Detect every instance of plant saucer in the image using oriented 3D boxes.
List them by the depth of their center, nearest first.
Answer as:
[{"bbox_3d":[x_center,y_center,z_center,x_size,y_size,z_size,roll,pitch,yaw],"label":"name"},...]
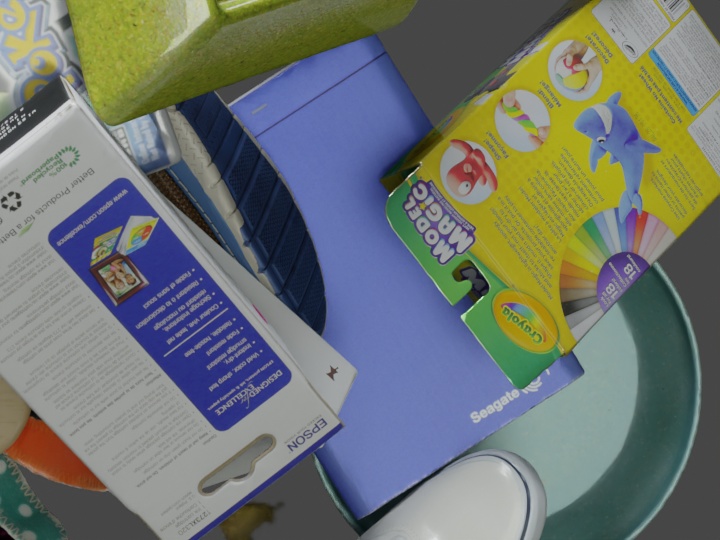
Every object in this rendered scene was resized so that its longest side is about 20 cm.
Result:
[{"bbox_3d":[-0.044,-0.179,0.916,0.199,0.048,0.201,-25,108,-46],"label":"plant saucer"},{"bbox_3d":[0.069,0.059,1.134,0.199,0.036,0.201,-1,98,-5],"label":"plant saucer"}]

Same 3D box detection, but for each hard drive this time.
[{"bbox_3d":[0.000,0.000,1.088,0.132,0.025,0.201,-32,98,0],"label":"hard drive"}]

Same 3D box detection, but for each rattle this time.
[{"bbox_3d":[-0.219,0.055,1.029,0.199,0.142,0.131,16,76,-39],"label":"rattle"}]

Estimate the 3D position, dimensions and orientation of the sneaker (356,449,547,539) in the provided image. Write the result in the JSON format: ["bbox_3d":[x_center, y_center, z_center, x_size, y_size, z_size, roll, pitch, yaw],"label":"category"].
[{"bbox_3d":[0.005,0.160,1.079,0.200,0.073,0.071,-45,156,10],"label":"sneaker"}]

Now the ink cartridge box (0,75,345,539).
[{"bbox_3d":[-0.098,0.023,0.927,0.095,0.037,0.200,-37,121,2],"label":"ink cartridge box"}]

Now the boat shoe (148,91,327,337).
[{"bbox_3d":[-0.088,-0.041,1.036,0.072,0.072,0.201,-26,106,22],"label":"boat shoe"}]

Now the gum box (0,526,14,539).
[{"bbox_3d":[-0.181,0.185,1.098,0.200,0.066,0.114,38,94,-22],"label":"gum box"}]

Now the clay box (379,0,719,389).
[{"bbox_3d":[0.098,-0.047,1.074,0.200,0.048,0.115,-43,102,-24],"label":"clay box"}]

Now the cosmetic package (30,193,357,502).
[{"bbox_3d":[-0.122,0.019,1.024,0.200,0.150,0.052,42,50,-21],"label":"cosmetic package"}]

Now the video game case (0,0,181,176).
[{"bbox_3d":[-0.185,-0.103,0.883,0.181,0.022,0.201,-21,111,-9],"label":"video game case"}]
